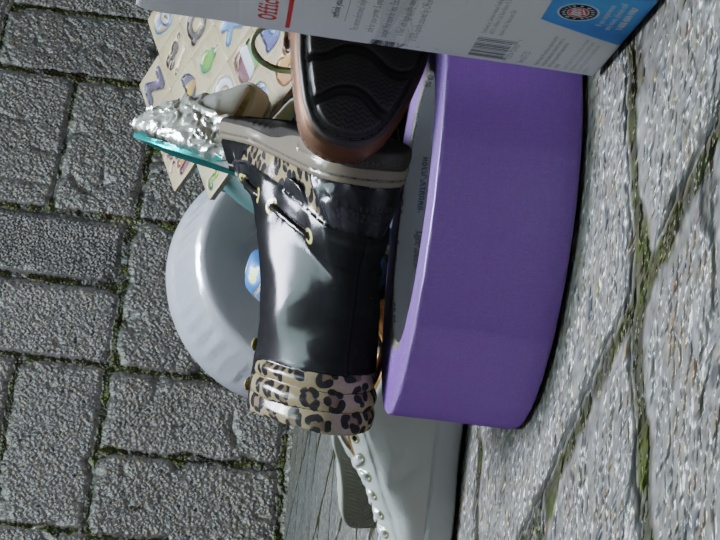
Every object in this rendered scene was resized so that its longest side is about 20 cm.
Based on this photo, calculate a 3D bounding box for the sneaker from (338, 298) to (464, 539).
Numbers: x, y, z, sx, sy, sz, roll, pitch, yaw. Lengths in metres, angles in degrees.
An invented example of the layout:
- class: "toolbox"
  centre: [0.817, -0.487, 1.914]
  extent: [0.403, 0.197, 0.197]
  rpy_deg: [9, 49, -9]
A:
- class: "sneaker"
  centre: [0.016, 0.113, 1.056]
  extent: [0.073, 0.084, 0.202]
  rpy_deg: [-152, 68, -84]

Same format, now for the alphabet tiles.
- class: "alphabet tiles"
  centre: [-0.092, -0.154, 1.216]
  extent: [0.200, 0.006, 0.167]
  rpy_deg: [-50, 49, 38]

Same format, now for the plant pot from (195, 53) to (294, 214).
- class: "plant pot"
  centre: [-0.048, -0.119, 1.302]
  extent: [0.199, 0.133, 0.203]
  rpy_deg: [5, -96, -52]

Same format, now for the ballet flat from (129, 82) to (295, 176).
- class: "ballet flat"
  centre: [-0.059, -0.081, 1.130]
  extent: [0.071, 0.199, 0.072]
  rpy_deg: [-27, -52, -41]

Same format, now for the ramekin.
- class: "ramekin"
  centre: [-0.050, 0.000, 1.417]
  extent: [0.098, 0.198, 0.203]
  rpy_deg: [138, 139, -73]

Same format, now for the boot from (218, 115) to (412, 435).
- class: "boot"
  centre: [-0.033, -0.003, 0.958]
  extent: [0.200, 0.072, 0.152]
  rpy_deg: [-162, 75, -65]

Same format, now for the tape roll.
- class: "tape roll"
  centre: [0.055, -0.027, 0.870]
  extent: [0.200, 0.065, 0.202]
  rpy_deg: [-174, 90, -86]

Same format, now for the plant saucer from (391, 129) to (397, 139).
- class: "plant saucer"
  centre: [0.036, -0.151, 1.017]
  extent: [0.200, 0.032, 0.202]
  rpy_deg: [19, -90, -73]

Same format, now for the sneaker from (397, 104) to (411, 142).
- class: "sneaker"
  centre: [0.049, -0.087, 1.000]
  extent: [0.083, 0.071, 0.202]
  rpy_deg: [-88, 6, -61]

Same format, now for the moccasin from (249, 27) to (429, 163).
- class: "moccasin"
  centre: [-0.011, -0.131, 0.878]
  extent: [0.078, 0.073, 0.203]
  rpy_deg: [122, 149, -48]

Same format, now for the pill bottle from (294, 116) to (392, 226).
- class: "pill bottle"
  centre: [0.018, -0.131, 1.183]
  extent: [0.120, 0.118, 0.202]
  rpy_deg: [117, 159, -78]

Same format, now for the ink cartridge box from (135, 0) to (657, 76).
- class: "ink cartridge box"
  centre: [0.011, -0.135, 0.713]
  extent: [0.116, 0.198, 0.069]
  rpy_deg: [123, 154, -80]

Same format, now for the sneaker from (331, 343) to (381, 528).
- class: "sneaker"
  centre: [0.014, 0.088, 1.173]
  extent: [0.201, 0.074, 0.085]
  rpy_deg: [102, 169, -53]

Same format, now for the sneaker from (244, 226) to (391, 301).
- class: "sneaker"
  centre: [0.000, 0.000, 1.132]
  extent: [0.200, 0.076, 0.076]
  rpy_deg: [-2, -70, -65]
